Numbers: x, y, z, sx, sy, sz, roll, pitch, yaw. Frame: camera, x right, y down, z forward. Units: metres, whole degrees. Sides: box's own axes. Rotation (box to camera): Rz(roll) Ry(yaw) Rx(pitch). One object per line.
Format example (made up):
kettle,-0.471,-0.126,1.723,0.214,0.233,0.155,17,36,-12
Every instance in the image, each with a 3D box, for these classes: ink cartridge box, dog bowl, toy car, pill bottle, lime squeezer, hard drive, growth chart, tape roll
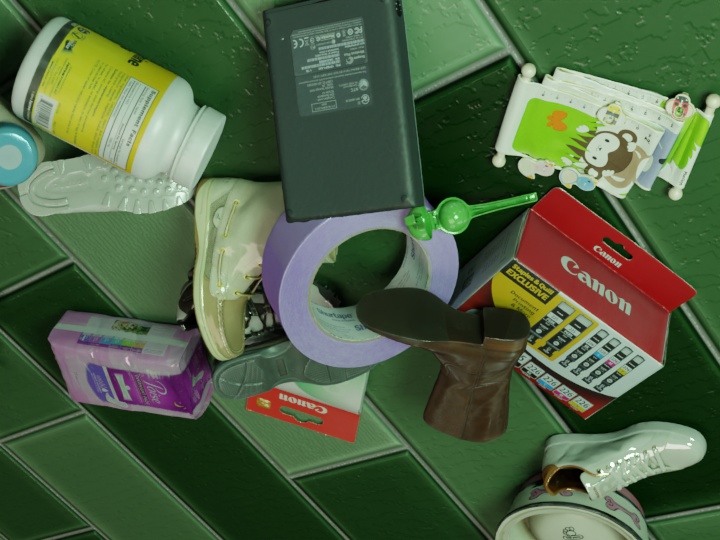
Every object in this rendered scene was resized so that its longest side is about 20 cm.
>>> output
ink cartridge box,-0.074,0.151,1.487,0.159,0.050,0.202,17,134,6
dog bowl,0.275,0.333,1.499,0.197,0.074,0.202,12,136,12
toy car,-0.451,-0.119,1.221,0.200,0.184,0.177,-44,114,0
pill bottle,-0.243,-0.165,1.202,0.198,0.113,0.113,27,136,-5
ink cartridge box,0.219,0.037,1.228,0.199,0.084,0.176,34,136,-10
lime squeezer,0.089,-0.058,1.146,0.070,0.199,0.038,-37,73,41
hard drive,-0.017,-0.151,1.098,0.138,0.033,0.203,-5,92,26
growth chart,0.227,-0.127,1.116,0.197,0.018,0.146,13,136,11
tape roll,0.000,0.000,1.218,0.197,0.066,0.202,-12,125,-17

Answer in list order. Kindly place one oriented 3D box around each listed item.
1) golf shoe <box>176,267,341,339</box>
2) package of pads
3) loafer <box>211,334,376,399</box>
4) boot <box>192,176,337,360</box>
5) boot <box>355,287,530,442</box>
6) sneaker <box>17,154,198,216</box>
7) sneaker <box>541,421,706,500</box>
golf shoe,-0.121,0.052,1.377,0.197,0.095,0.078,5,133,16
package of pads,-0.296,0.124,1.530,0.197,0.076,0.121,7,137,16
loafer,-0.077,0.096,1.371,0.197,0.063,0.073,-10,117,-9
boot,-0.101,-0.003,1.277,0.152,0.072,0.203,-1,92,19
boot,0.079,0.110,1.250,0.184,0.065,0.201,11,142,3
sneaker,-0.277,-0.100,1.317,0.197,0.081,0.078,-1,91,2
sneaker,0.308,0.235,1.384,0.198,0.085,0.073,-13,125,30
